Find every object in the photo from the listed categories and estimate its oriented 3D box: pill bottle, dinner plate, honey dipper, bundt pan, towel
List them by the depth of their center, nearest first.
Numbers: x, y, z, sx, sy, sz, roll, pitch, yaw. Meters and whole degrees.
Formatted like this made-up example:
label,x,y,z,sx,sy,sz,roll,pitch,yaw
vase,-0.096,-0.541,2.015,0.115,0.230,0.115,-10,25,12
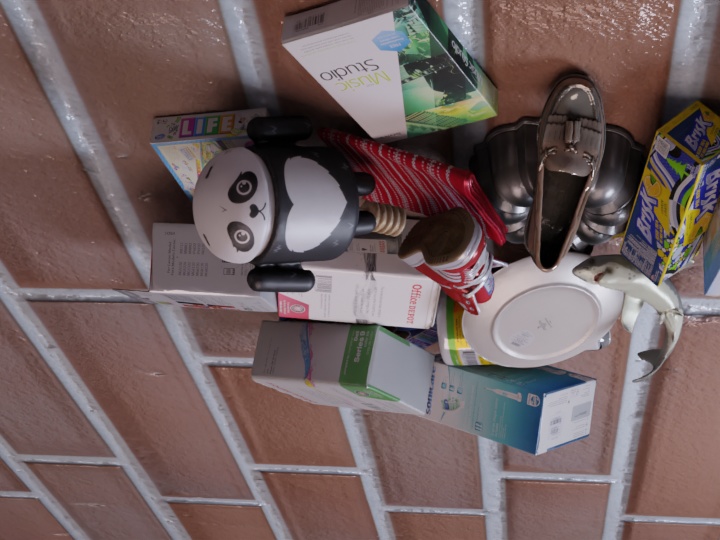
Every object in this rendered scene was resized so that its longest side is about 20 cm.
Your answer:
label,x,y,z,sx,sy,sz,roll,pitch,yaw
towel,0.058,-0.091,1.543,0.198,0.023,0.145,20,164,31
bundt pan,0.215,-0.084,1.566,0.198,0.077,0.203,5,153,2
honey dipper,-0.034,-0.074,1.626,0.198,0.039,0.038,12,154,-37
dinner plate,0.218,0.055,1.693,0.197,0.024,0.202,-5,137,-5
pill bottle,0.201,0.061,1.806,0.197,0.113,0.111,-2,152,13

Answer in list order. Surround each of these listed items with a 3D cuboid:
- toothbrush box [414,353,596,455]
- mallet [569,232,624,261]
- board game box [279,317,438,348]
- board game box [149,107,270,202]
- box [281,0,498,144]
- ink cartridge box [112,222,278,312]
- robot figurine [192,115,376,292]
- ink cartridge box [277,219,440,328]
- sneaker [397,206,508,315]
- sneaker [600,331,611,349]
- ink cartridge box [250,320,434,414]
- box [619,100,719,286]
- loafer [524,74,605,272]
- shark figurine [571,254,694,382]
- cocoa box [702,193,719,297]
label,x,y,z,sx,sy,sz,roll,pitch,yaw
toothbrush box,0.194,0.169,1.914,0.198,0.087,0.146,15,-166,35
mallet,0.317,-0.048,1.643,0.198,0.042,0.066,-16,179,27
board game box,0.008,0.064,1.925,0.198,0.035,0.135,21,149,-30
board game box,-0.139,-0.110,1.618,0.132,0.035,0.201,-3,152,15
box,0.033,-0.200,1.414,0.143,0.037,0.200,-11,150,28
ink cartridge box,-0.191,-0.003,1.707,0.173,0.085,0.200,3,174,2
robot figurine,-0.079,-0.069,1.503,0.198,0.152,0.125,-2,145,-33
ink cartridge box,0.000,0.000,1.752,0.197,0.086,0.146,6,153,0
sneaker,0.118,-0.007,1.530,0.112,0.072,0.200,36,173,-12
sneaker,0.235,0.094,1.903,0.197,0.078,0.079,3,151,1
ink cartridge box,-0.024,0.127,1.885,0.198,0.089,0.145,-1,161,37
box,0.334,-0.079,1.504,0.064,0.070,0.201,43,152,25
loafer,0.208,-0.094,1.448,0.071,0.063,0.203,8,115,1
shark figurine,0.338,0.028,1.665,0.127,0.090,0.215,-25,129,14
cocoa box,0.443,-0.067,1.494,0.129,0.135,0.201,5,152,0
